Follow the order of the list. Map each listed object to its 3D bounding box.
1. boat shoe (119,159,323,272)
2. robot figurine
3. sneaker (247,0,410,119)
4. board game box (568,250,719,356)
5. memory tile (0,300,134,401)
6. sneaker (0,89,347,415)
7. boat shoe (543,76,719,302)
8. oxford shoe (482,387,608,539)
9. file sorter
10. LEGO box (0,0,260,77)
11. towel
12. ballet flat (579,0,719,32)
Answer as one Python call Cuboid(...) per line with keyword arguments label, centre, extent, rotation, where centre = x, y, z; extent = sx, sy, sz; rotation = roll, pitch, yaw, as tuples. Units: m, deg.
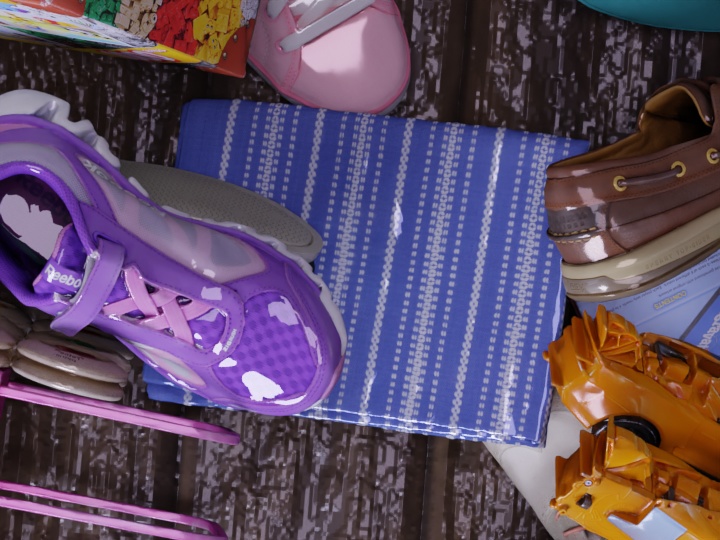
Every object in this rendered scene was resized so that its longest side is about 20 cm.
Cuboid(label="boat shoe", centre=(-0.114, -0.014, 1.263), extent=(0.198, 0.072, 0.068), rotation=(10, 109, 9))
Cuboid(label="robot figurine", centre=(0.173, 0.097, 1.218), extent=(0.199, 0.146, 0.058), rotation=(24, 129, -20))
Cuboid(label="sneaker", centre=(-0.042, -0.157, 1.261), extent=(0.075, 0.105, 0.201), rotation=(-30, 90, -5))
Cuboid(label="board game box", centre=(0.209, 0.014, 1.305), extent=(0.199, 0.019, 0.104), rotation=(-25, 88, -3))
Cuboid(label="memory tile", centre=(-0.196, 0.016, 1.223), extent=(0.199, 0.153, 0.017), rotation=(16, 93, -3))
Cuboid(label="sneaker", centre=(-0.100, 0.003, 1.179), extent=(0.199, 0.088, 0.081), rotation=(33, 107, 3))
Cuboid(label="boat shoe", centre=(0.162, -0.057, 1.247), extent=(0.199, 0.072, 0.068), rotation=(-31, 106, -30))
Cuboid(label="oxford shoe", centre=(0.119, 0.112, 1.261), extent=(0.200, 0.074, 0.071), rotation=(42, 121, 1))
Cuboid(label="file sorter", centre=(-0.131, 0.153, 1.230), extent=(0.124, 0.139, 0.202), rotation=(12, 87, -5))
Cuboid(label="LEGO box", centre=(-0.160, -0.147, 1.192), extent=(0.199, 0.149, 0.078), rotation=(11, 88, 32))
Cuboid(label="towel", centre=(0.000, 0.000, 1.272), extent=(0.198, 0.024, 0.146), rotation=(7, 85, 15))
Cuboid(label="ballet flat", centre=(0.195, -0.144, 1.293), extent=(0.198, 0.073, 0.074), rotation=(9, 88, 4))
